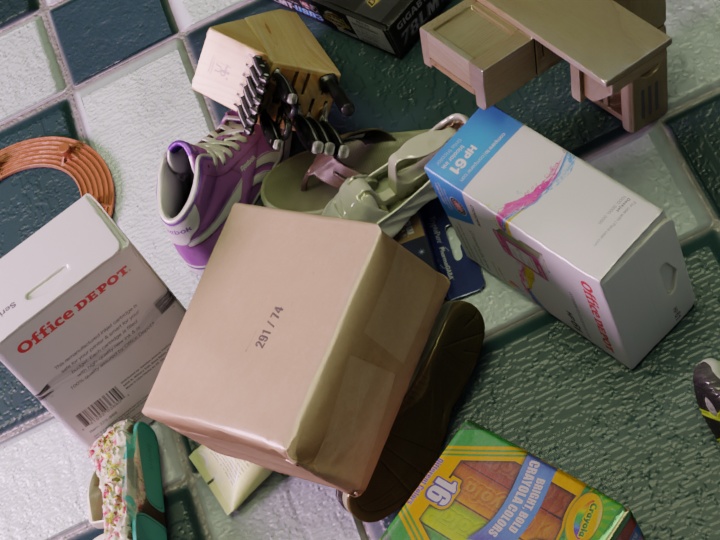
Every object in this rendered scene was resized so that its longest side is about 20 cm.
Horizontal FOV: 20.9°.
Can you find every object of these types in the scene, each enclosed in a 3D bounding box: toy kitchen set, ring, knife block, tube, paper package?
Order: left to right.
[{"bbox_3d":[-0.333,-0.052,1.902,0.200,0.019,0.200,-11,54,15],"label":"ring"},{"bbox_3d":[-0.057,0.116,1.655,0.200,0.052,0.058,-43,8,2],"label":"tube"},{"bbox_3d":[-0.053,0.061,1.580,0.191,0.103,0.200,11,72,44],"label":"paper package"},{"bbox_3d":[-0.054,-0.167,1.783,0.176,0.200,0.064,28,114,17],"label":"knife block"},{"bbox_3d":[0.185,-0.150,1.616,0.200,0.180,0.163,-34,50,-21],"label":"toy kitchen set"}]

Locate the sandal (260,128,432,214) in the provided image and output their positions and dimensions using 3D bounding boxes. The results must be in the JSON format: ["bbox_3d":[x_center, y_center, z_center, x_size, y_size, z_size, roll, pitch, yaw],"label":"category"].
[{"bbox_3d":[0.002,-0.100,1.766,0.201,0.057,0.080,-15,53,13],"label":"sandal"}]

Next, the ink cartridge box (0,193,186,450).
[{"bbox_3d":[-0.228,0.050,1.671,0.146,0.200,0.084,-38,51,-5],"label":"ink cartridge box"}]

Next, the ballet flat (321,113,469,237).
[{"bbox_3d":[0.024,-0.071,1.694,0.200,0.069,0.069,-36,51,-4],"label":"ballet flat"}]

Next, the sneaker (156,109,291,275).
[{"bbox_3d":[-0.127,-0.107,1.791,0.073,0.114,0.201,3,58,26],"label":"sneaker"}]

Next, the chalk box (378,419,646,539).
[{"bbox_3d":[0.137,0.224,1.446,0.200,0.124,0.124,26,71,34],"label":"chalk box"}]

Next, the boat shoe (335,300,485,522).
[{"bbox_3d":[0.033,0.112,1.607,0.066,0.072,0.201,13,70,49],"label":"boat shoe"}]

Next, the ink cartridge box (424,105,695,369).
[{"bbox_3d":[0.164,-0.029,1.591,0.200,0.145,0.085,35,75,34],"label":"ink cartridge box"}]

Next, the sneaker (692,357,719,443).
[{"bbox_3d":[0.337,0.127,1.469,0.076,0.075,0.200,-42,62,-17],"label":"sneaker"}]

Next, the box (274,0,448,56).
[{"bbox_3d":[0.021,-0.323,1.918,0.198,0.050,0.200,30,72,34],"label":"box"}]

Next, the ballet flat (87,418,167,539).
[{"bbox_3d":[-0.197,0.213,1.636,0.064,0.076,0.200,-25,42,15],"label":"ballet flat"}]

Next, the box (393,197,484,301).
[{"bbox_3d":[0.000,0.000,1.717,0.200,0.032,0.121,-22,52,7],"label":"box"}]
